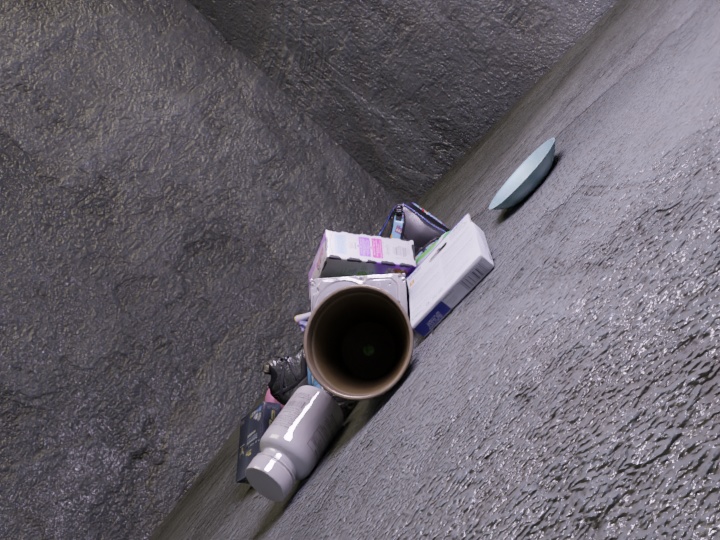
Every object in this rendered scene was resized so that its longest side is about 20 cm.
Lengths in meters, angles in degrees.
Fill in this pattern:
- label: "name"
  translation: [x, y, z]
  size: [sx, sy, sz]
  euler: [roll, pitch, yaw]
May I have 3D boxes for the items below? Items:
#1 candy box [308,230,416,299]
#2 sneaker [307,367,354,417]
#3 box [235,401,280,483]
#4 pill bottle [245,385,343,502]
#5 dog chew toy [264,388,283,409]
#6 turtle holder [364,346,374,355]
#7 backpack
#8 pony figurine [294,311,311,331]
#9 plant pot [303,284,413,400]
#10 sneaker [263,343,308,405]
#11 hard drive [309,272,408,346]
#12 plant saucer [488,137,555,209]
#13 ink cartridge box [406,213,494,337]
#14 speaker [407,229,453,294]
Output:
- label: "candy box"
  translation: [0.000, 0.000, 1.689]
  size: [0.169, 0.196, 0.073]
  euler: [117, 153, -52]
- label: "sneaker"
  translation: [-0.066, 0.236, 1.625]
  size: [0.202, 0.077, 0.091]
  euler: [-110, 36, -46]
- label: "box"
  translation: [-0.250, 0.421, 1.902]
  size: [0.200, 0.050, 0.161]
  euler: [137, 139, -57]
- label: "pill bottle"
  translation: [-0.125, 0.325, 1.471]
  size: [0.201, 0.114, 0.114]
  euler: [-52, 5, -39]
- label: "dog chew toy"
  translation: [-0.164, 0.313, 1.934]
  size: [0.125, 0.124, 0.200]
  euler: [-50, 1, -31]
- label: "turtle holder"
  translation: [0.032, 0.124, 1.670]
  size: [0.129, 0.187, 0.142]
  euler: [-18, 42, -1]
- label: "backpack"
  translation: [0.122, -0.048, 1.962]
  size: [0.202, 0.181, 0.134]
  euler: [-59, -8, 14]
- label: "pony figurine"
  translation: [-0.058, 0.086, 1.853]
  size: [0.198, 0.168, 0.193]
  euler: [-26, 8, 33]
- label: "plant pot"
  translation: [0.006, 0.139, 1.450]
  size: [0.201, 0.199, 0.174]
  euler: [-48, -12, -2]
- label: "sneaker"
  translation: [-0.144, 0.195, 1.734]
  size: [0.202, 0.113, 0.076]
  euler: [-60, 4, -5]
- label: "hard drive"
  translation: [-0.002, 0.081, 1.569]
  size: [0.038, 0.195, 0.143]
  euler: [60, -152, -82]
- label: "plant saucer"
  translation: [0.355, -0.194, 1.670]
  size: [0.202, 0.039, 0.201]
  euler: [-50, 4, 4]
- label: "ink cartridge box"
  translation: [0.169, 0.006, 1.520]
  size: [0.200, 0.040, 0.201]
  euler: [-48, 18, 21]
- label: "speaker"
  translation: [0.166, -0.012, 1.686]
  size: [0.089, 0.088, 0.200]
  euler: [-51, 4, -36]
